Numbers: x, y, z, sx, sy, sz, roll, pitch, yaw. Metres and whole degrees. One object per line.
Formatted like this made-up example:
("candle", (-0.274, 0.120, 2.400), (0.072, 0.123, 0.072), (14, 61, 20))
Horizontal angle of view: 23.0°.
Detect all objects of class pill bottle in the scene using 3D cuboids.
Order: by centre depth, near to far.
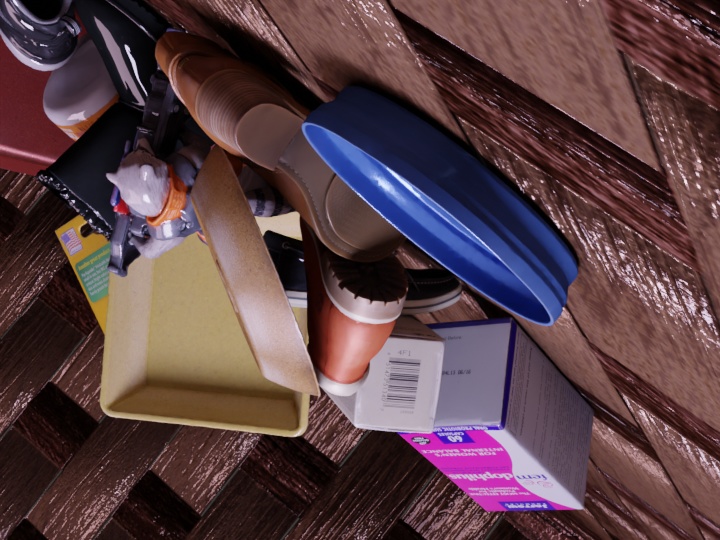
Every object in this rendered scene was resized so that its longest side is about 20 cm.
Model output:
("pill bottle", (-0.179, -0.122, 1.585), (0.200, 0.112, 0.112), (43, 173, -35))

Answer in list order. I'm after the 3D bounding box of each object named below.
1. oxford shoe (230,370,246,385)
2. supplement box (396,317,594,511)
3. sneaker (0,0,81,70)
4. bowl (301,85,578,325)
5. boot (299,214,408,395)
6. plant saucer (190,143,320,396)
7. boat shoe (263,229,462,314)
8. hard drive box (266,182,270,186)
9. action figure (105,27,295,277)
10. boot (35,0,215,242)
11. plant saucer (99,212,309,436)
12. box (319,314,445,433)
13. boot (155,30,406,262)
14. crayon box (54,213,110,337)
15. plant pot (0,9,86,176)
("oxford shoe", (-0.073, 0.022, 1.610), (0.071, 0.200, 0.073), (18, 160, 40))
("supplement box", (0.122, 0.131, 1.556), (0.101, 0.103, 0.200), (-6, 151, 28))
("sneaker", (-0.303, -0.265, 1.493), (0.200, 0.075, 0.114), (50, 158, -7))
("bowl", (0.052, -0.042, 1.104), (0.201, 0.039, 0.201), (38, 175, 4))
("boot", (-0.018, 0.007, 1.354), (0.075, 0.107, 0.200), (8, -147, -12))
("plant saucer", (-0.082, 0.006, 1.292), (0.200, 0.035, 0.200), (158, 90, -84))
("boat shoe", (0.000, 0.000, 1.453), (0.200, 0.062, 0.075), (5, -173, -30))
("hard drive box", (-0.148, -0.054, 1.750), (0.200, 0.077, 0.156), (37, -149, 21))
("action figure", (-0.120, -0.084, 1.400), (0.105, 0.200, 0.193), (18, -167, 34))
("boot", (-0.201, -0.125, 1.449), (0.198, 0.162, 0.073), (43, 175, -32))
("plant saucer", (-0.125, 0.038, 1.562), (0.200, 0.200, 0.048), (4, 180, 20))
("box", (0.009, 0.071, 1.467), (0.068, 0.082, 0.200), (6, -170, -14))
("boot", (-0.059, -0.092, 1.274), (0.200, 0.077, 0.155), (30, -171, -39))
("crayon box", (-0.197, 0.024, 1.674), (0.126, 0.052, 0.200), (-27, 88, 45))
("plant pot", (-0.333, -0.191, 1.738), (0.176, 0.200, 0.200), (26, 175, -4))
